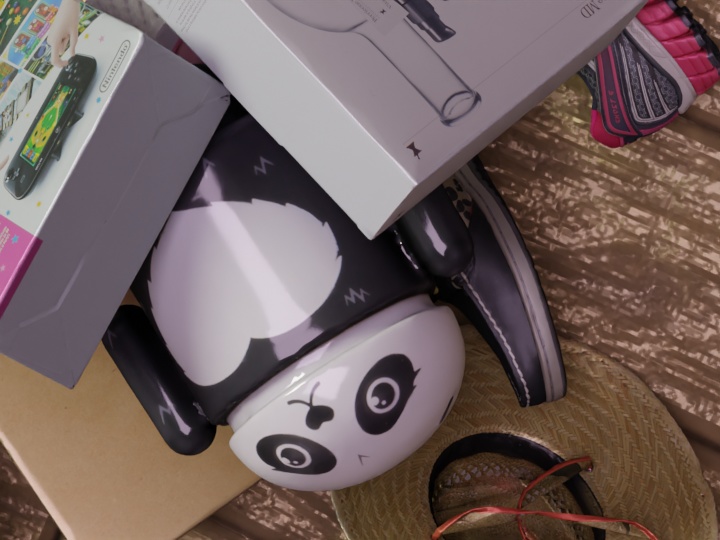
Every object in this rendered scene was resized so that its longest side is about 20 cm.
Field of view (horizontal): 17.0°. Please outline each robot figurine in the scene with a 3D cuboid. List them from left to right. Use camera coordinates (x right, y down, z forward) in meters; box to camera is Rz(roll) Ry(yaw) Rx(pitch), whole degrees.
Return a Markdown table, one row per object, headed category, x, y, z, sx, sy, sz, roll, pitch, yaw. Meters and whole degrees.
| category | x | y | z | sx | sy | sz | roll | pitch | yaw |
| --- | --- | --- | --- | --- | --- | --- | --- | --- | --- |
| robot figurine | -0.038 | 0.003 | 1.091 | 0.124 | 0.150 | 0.201 | -27 | 81 | -30 |

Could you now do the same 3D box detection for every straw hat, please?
| category | x | y | z | sx | sy | sz | roll | pitch | yaw |
| --- | --- | --- | --- | --- | --- | --- | --- | --- | --- |
| straw hat | 0.073 | 0.131 | 1.189 | 0.200 | 0.202 | 0.085 | 22 | 140 | 10 |

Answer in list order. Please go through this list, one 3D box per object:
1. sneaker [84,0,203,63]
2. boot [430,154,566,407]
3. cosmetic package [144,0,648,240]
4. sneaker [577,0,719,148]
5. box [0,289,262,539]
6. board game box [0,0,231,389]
| category | x | y | z | sx | sy | sz | roll | pitch | yaw |
| --- | --- | --- | --- | --- | --- | --- | --- | --- | --- |
| sneaker | -0.119 | -0.079 | 1.200 | 0.075 | 0.105 | 0.201 | 28 | 74 | 29 |
| boot | 0.000 | 0.000 | 1.189 | 0.153 | 0.074 | 0.205 | -26 | 79 | -5 |
| cosmetic package | 0.021 | -0.125 | 1.066 | 0.151 | 0.200 | 0.052 | 47 | 139 | 3 |
| sneaker | 0.090 | -0.151 | 1.179 | 0.075 | 0.081 | 0.200 | -41 | 85 | 13 |
| box | -0.095 | 0.040 | 1.221 | 0.199 | 0.021 | 0.164 | -35 | 86 | -11 |
| board game box | -0.166 | -0.057 | 1.082 | 0.200 | 0.064 | 0.148 | 29 | 89 | 47 |
